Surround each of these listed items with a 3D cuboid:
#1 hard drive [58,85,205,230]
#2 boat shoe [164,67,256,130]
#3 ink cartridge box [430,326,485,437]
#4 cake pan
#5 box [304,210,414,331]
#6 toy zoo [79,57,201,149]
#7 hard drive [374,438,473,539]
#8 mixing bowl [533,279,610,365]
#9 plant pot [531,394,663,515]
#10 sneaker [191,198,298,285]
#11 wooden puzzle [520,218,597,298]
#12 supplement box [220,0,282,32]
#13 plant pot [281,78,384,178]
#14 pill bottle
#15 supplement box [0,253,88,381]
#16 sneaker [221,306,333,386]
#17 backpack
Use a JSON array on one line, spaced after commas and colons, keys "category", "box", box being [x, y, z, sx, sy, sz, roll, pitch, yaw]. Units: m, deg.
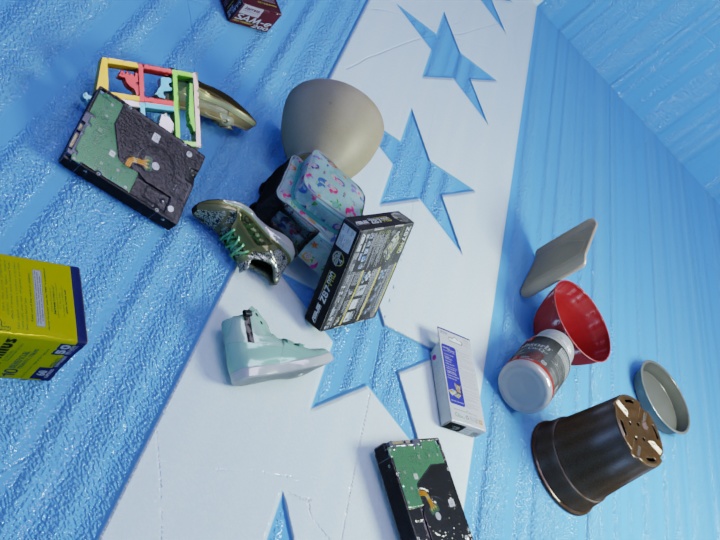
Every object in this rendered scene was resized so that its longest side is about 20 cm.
[{"category": "hard drive", "box": [-0.350, -0.172, 1.398, 0.199, 0.038, 0.142, 33, 56, -28]}, {"category": "boat shoe", "box": [-0.273, -0.290, 1.604, 0.199, 0.064, 0.073, 21, 20, -46]}, {"category": "ink cartridge box", "box": [0.183, 0.211, 1.719, 0.094, 0.037, 0.203, 23, 48, -35]}, {"category": "cake pan", "box": [0.758, 0.325, 2.279, 0.199, 0.037, 0.203, 30, 42, -30]}, {"category": "box", "box": [0.000, 0.000, 1.548, 0.049, 0.202, 0.160, 36, 28, 30]}, {"category": "toy zoo", "box": [-0.354, -0.270, 1.461, 0.197, 0.020, 0.134, 3, 79, -36]}, {"category": "hard drive", "box": [0.106, 0.378, 1.478, 0.138, 0.038, 0.203, 6, 57, -46]}, {"category": "mixing bowl", "box": [0.460, 0.135, 2.034, 0.199, 0.108, 0.203, 30, 43, -32]}, {"category": "plant pot", "box": [0.478, 0.357, 1.796, 0.199, 0.198, 0.203, 28, 43, -30]}, {"category": "sneaker", "box": [-0.192, -0.044, 1.477, 0.198, 0.077, 0.090, 32, 49, -25]}, {"category": "wooden puzzle", "box": [0.470, -0.025, 2.113, 0.037, 0.184, 0.201, 47, 36, -12]}, {"category": "supplement box", "box": [-0.249, -0.603, 1.878, 0.108, 0.061, 0.203, 2, 59, -47]}, {"category": "plant pot", "box": [-0.065, -0.235, 1.683, 0.199, 0.199, 0.136, 35, 51, -24]}, {"category": "pill bottle", "box": [0.370, 0.203, 1.870, 0.117, 0.115, 0.199, 54, 35, 2]}, {"category": "supplement box", "box": [-0.443, 0.053, 1.072, 0.198, 0.108, 0.111, 12, 52, -42]}, {"category": "sneaker", "box": [-0.128, 0.108, 1.411, 0.198, 0.073, 0.120, -1, 68, -46]}, {"category": "backpack", "box": [-0.074, -0.098, 1.593, 0.200, 0.150, 0.179, 46, 29, -19]}]
